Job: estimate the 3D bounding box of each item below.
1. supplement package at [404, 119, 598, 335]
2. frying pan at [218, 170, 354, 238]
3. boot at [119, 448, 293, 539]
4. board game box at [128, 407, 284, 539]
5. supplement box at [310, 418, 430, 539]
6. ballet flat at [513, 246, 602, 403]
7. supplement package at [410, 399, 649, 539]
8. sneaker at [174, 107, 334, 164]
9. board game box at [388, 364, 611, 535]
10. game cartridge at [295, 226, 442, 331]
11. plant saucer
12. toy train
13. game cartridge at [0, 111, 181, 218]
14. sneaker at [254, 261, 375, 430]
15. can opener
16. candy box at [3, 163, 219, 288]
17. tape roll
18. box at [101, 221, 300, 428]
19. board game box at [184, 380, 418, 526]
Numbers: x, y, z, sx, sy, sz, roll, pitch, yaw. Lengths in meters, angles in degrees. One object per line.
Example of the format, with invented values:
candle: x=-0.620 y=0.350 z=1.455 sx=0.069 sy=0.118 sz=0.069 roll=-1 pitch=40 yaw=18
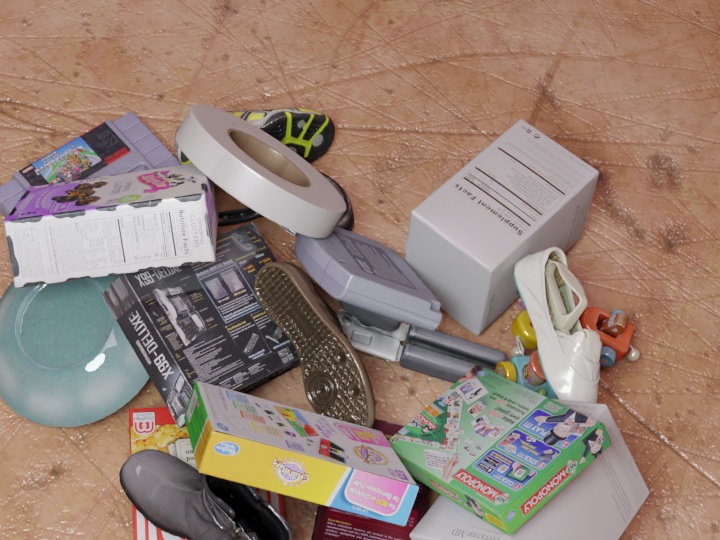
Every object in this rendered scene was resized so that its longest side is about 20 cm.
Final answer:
supplement package: x=0.157 y=-0.050 z=1.590 sx=0.119 sy=0.122 sz=0.200 roll=37 pitch=59 yaw=22
frying pan: x=-0.091 y=-0.085 z=1.607 sx=0.188 sy=0.031 sz=0.116 roll=11 pitch=45 yaw=-23
boot: x=-0.141 y=0.210 z=1.307 sx=0.199 sy=0.132 sz=0.070 roll=33 pitch=59 yaw=14
board game box: x=-0.153 y=0.233 z=1.399 sx=0.149 sy=0.047 sz=0.202 roll=-2 pitch=57 yaw=-11
supplement box: x=0.009 y=0.249 z=1.406 sx=0.107 sy=0.061 sz=0.202 roll=13 pitch=56 yaw=0
ballet flat: x=0.214 y=0.061 z=1.463 sx=0.068 sy=0.070 sz=0.202 roll=-8 pitch=59 yaw=-14
supplement package: x=0.167 y=0.236 z=1.370 sx=0.120 sy=0.121 sz=0.200 roll=0 pitch=39 yaw=48
sneaker: x=-0.124 y=-0.164 z=1.656 sx=0.197 sy=0.076 sz=0.077 roll=-7 pitch=35 yaw=-25
board game box: x=0.125 y=0.166 z=1.344 sx=0.134 sy=0.029 sz=0.199 roll=-38 pitch=29 yaw=-18
game cartridge: x=0.000 y=0.000 z=1.502 sx=0.132 sy=0.041 sz=0.200 roll=24 pitch=12 yaw=-22
plant saucer: x=-0.301 y=0.060 z=1.456 sx=0.198 sy=0.039 sz=0.204 roll=-4 pitch=68 yaw=9
toy train: x=0.230 y=0.093 z=1.530 sx=0.149 sy=0.056 sz=0.201 roll=31 pitch=52 yaw=0
game cartridge: x=-0.304 y=-0.093 z=1.603 sx=0.199 sy=0.039 sz=0.130 roll=-35 pitch=72 yaw=-27
sneaker: x=-0.033 y=0.075 z=1.444 sx=0.202 sy=0.070 sz=0.075 roll=61 pitch=22 yaw=11
can opener: x=0.064 y=0.080 z=1.531 sx=0.198 sy=0.067 sz=0.053 roll=20 pitch=56 yaw=-2
candy box: x=-0.246 y=-0.050 z=1.430 sx=0.197 sy=0.073 sz=0.168 roll=-8 pitch=16 yaw=-3
tape roll: x=-0.106 y=-0.107 z=1.504 sx=0.201 sy=0.037 sz=0.203 roll=32 pitch=14 yaw=-9
box: x=-0.147 y=0.051 z=1.453 sx=0.199 sy=0.050 sz=0.159 roll=-26 pitch=80 yaw=-48
board game box: x=-0.058 y=0.167 z=1.305 sx=0.198 sy=0.153 sz=0.041 roll=17 pitch=98 yaw=-15
